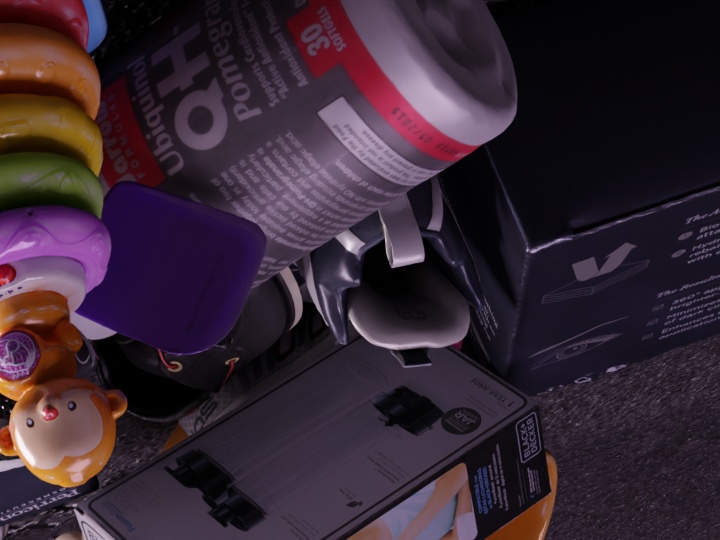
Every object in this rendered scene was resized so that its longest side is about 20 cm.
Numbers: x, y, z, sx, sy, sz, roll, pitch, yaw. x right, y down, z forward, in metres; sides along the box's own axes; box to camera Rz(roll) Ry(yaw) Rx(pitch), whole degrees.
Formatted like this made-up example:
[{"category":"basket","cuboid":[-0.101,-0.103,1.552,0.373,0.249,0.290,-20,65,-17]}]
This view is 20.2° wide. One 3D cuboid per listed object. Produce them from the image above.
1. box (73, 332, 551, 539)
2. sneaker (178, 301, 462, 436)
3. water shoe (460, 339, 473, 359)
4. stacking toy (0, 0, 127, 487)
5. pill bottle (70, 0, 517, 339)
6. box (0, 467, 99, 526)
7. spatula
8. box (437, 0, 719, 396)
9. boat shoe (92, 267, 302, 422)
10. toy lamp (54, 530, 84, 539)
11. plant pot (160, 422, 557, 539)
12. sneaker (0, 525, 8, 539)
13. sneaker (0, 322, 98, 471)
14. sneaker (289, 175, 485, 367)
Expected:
[{"category":"box","cuboid":[-0.021,0.110,0.969,0.200,0.117,0.060,-31,130,-26]},{"category":"sneaker","cuboid":[-0.020,0.036,1.077,0.200,0.087,0.074,-37,139,-22]},{"category":"water shoe","cuboid":[0.095,0.028,1.151,0.079,0.072,0.200,-5,153,-37]},{"category":"stacking toy","cuboid":[-0.126,-0.018,0.692,0.116,0.201,0.110,-19,157,-2]},{"category":"pill bottle","cuboid":[-0.047,-0.054,0.795,0.200,0.111,0.111,-32,155,23]},{"category":"box","cuboid":[-0.217,0.049,0.883,0.148,0.107,0.200,-21,158,-2]},{"category":"spatula","cuboid":[-0.133,-0.019,0.758,0.199,0.057,0.021,17,167,20]},{"category":"box","cuboid":[0.140,-0.046,0.965,0.196,0.118,0.200,-18,158,-9]},{"category":"boat shoe","cuboid":[-0.080,0.025,0.945,0.063,0.074,0.201,-47,180,-23]},{"category":"toy lamp","cuboid":[-0.227,0.189,1.253,0.199,0.058,0.058,-22,157,-4]},{"category":"plant pot","cuboid":[-0.017,0.150,1.136,0.200,0.183,0.201,-50,155,-33]},{"category":"sneaker","cuboid":[-0.230,0.138,1.107,0.074,0.080,0.200,-14,158,-20]},{"category":"sneaker","cuboid":[-0.198,0.014,0.739,0.199,0.081,0.086,17,164,11]},{"category":"sneaker","cuboid":[0.000,0.000,0.930,0.079,0.130,0.199,-11,155,-19]}]
